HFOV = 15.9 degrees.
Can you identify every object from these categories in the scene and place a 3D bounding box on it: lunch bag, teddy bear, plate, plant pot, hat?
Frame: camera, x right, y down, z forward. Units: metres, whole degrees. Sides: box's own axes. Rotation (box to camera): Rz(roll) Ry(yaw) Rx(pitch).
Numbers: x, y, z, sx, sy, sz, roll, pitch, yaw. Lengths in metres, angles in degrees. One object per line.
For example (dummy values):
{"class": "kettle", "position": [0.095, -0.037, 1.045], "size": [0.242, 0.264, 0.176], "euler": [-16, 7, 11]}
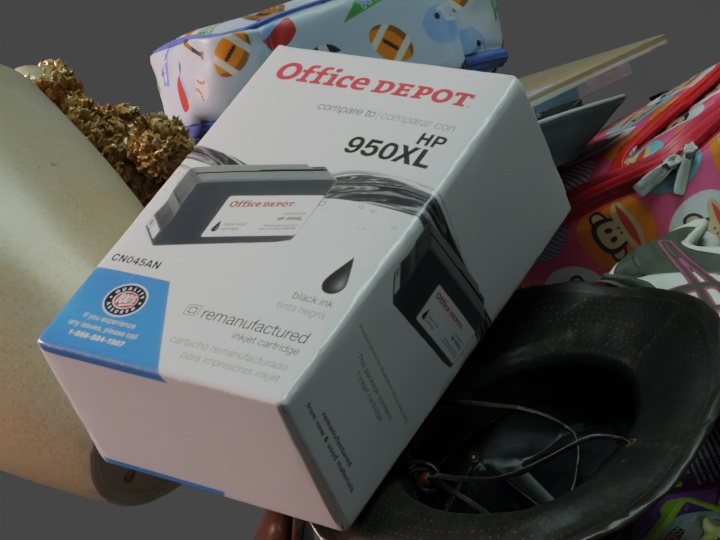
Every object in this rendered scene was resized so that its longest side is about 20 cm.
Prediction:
{"class": "lunch bag", "position": [0.174, -0.050, 1.360], "size": [0.176, 0.082, 0.200], "euler": [-26, 8, 41]}
{"class": "teddy bear", "position": [-0.142, -0.046, 1.428], "size": [0.144, 0.200, 0.067], "euler": [-22, 49, 22]}
{"class": "plate", "position": [0.046, -0.046, 1.323], "size": [0.199, 0.026, 0.200], "euler": [-20, 1, 0]}
{"class": "plant pot", "position": [-0.158, 0.025, 1.269], "size": [0.187, 0.188, 0.200], "euler": [-26, 47, -37]}
{"class": "hat", "position": [0.079, 0.091, 1.111], "size": [0.199, 0.081, 0.201], "euler": [-19, 29, 11]}
{"class": "lunch bag", "position": [-0.016, -0.121, 1.493], "size": [0.199, 0.076, 0.160], "euler": [-14, 2, -19]}

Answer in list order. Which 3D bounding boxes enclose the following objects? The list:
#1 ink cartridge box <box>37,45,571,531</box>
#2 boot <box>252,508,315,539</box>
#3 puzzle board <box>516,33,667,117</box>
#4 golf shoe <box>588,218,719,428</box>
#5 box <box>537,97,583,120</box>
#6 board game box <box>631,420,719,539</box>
{"class": "ink cartridge box", "position": [-0.022, 0.000, 1.131], "size": [0.144, 0.085, 0.200], "euler": [11, 51, 36]}
{"class": "boot", "position": [-0.116, 0.158, 1.094], "size": [0.198, 0.065, 0.187], "euler": [-8, 23, 7]}
{"class": "puzzle board", "position": [0.063, -0.083, 1.419], "size": [0.150, 0.018, 0.200], "euler": [-14, 9, 39]}
{"class": "golf shoe", "position": [0.179, 0.030, 1.178], "size": [0.088, 0.077, 0.200], "euler": [-43, 38, -12]}
{"class": "box", "position": [0.015, -0.066, 1.544], "size": [0.199, 0.050, 0.160], "euler": [9, 31, 28]}
{"class": "board game box", "position": [0.158, 0.123, 1.139], "size": [0.119, 0.033, 0.200], "euler": [-11, 26, -1]}
